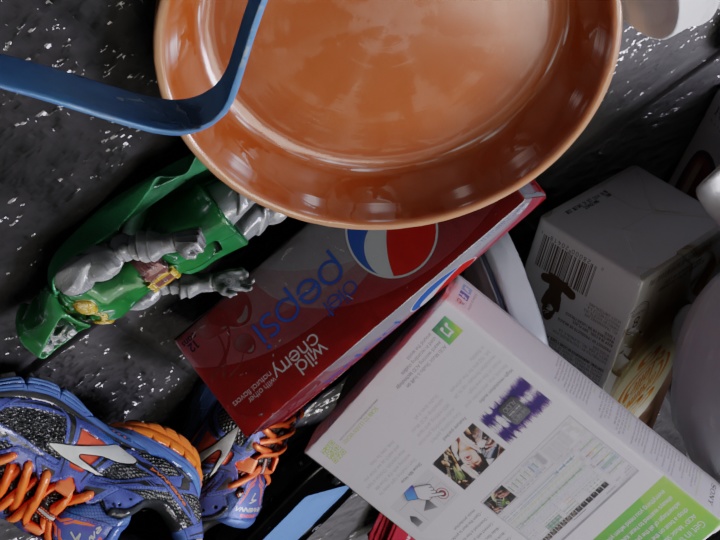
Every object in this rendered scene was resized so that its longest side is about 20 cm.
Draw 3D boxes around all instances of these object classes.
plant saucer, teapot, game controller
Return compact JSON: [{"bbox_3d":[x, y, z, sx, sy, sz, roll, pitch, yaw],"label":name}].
[{"bbox_3d":[0.011,-0.103,0.764,0.199,0.032,0.201,-4,132,-4],"label":"plant saucer"},{"bbox_3d":[0.248,0.062,1.047,0.197,0.146,0.201,17,96,-55],"label":"teapot"},{"bbox_3d":[-0.058,0.177,1.226,0.200,0.042,0.104,-46,151,25],"label":"game controller"}]

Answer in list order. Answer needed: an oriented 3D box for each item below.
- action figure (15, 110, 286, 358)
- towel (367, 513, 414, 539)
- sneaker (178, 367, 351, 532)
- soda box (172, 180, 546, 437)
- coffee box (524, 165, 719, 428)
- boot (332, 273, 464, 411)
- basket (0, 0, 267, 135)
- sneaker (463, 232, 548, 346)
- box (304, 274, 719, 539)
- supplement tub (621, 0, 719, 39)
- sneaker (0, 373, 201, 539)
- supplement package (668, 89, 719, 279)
[{"bbox_3d":[-0.082,-0.018,0.867,0.200,0.055,0.118,-31,157,4],"label":"action figure"},{"bbox_3d":[0.102,0.142,1.368,0.199,0.023,0.145,-20,148,-29],"label":"towel"},{"bbox_3d":[-0.074,0.111,1.057,0.200,0.079,0.075,-44,152,19],"label":"sneaker"},{"bbox_3d":[0.000,0.000,0.949,0.200,0.070,0.063,-41,172,15],"label":"soda box"},{"bbox_3d":[0.145,0.050,1.118,0.114,0.080,0.201,-27,141,-45],"label":"coffee box"},{"bbox_3d":[0.059,0.066,1.149,0.146,0.070,0.200,-51,158,14],"label":"boot"},{"bbox_3d":[-0.110,-0.124,0.534,0.199,0.139,0.177,15,134,-17],"label":"basket"},{"bbox_3d":[0.073,0.068,1.044,0.071,0.073,0.201,-12,107,-7],"label":"sneaker"},{"bbox_3d":[0.087,0.114,1.009,0.144,0.200,0.036,-48,-176,33],"label":"box"},{"bbox_3d":[0.182,-0.198,0.751,0.200,0.145,0.145,-31,153,-6],"label":"supplement tub"},{"bbox_3d":[-0.154,0.112,0.934,0.200,0.079,0.075,19,124,-42],"label":"sneaker"},{"bbox_3d":[0.267,-0.026,1.168,0.109,0.114,0.200,-18,148,-28],"label":"supplement package"}]
